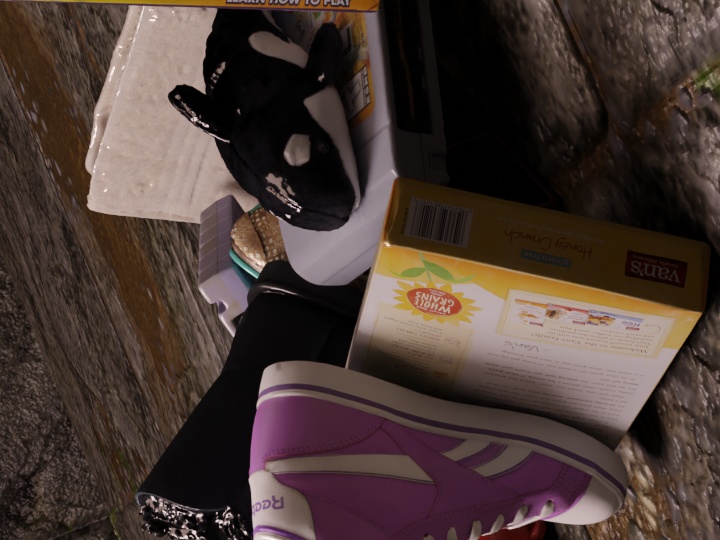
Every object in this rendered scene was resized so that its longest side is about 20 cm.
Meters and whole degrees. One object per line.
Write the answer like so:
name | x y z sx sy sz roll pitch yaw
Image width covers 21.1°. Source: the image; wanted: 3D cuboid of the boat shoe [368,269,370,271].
boat shoe | 0.000 0.000 1.214 0.075 0.062 0.200 114 133 -70

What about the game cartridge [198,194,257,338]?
game cartridge | -0.033 0.055 1.191 0.200 0.038 0.130 56 -167 -21

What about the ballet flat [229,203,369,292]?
ballet flat | 0.018 0.017 1.121 0.200 0.065 0.071 34 -170 -21

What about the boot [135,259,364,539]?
boot | -0.001 0.103 1.028 0.200 0.168 0.076 22 154 5

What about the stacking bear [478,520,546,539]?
stacking bear | 0.046 0.181 1.227 0.114 0.122 0.200 41 159 -18

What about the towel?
towel | -0.090 -0.101 1.182 0.200 0.132 0.035 117 150 -46

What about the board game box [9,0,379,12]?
board game box | -0.076 -0.205 0.877 0.057 0.199 0.166 -132 45 -53

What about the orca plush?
orca plush | -0.061 -0.099 0.985 0.105 0.071 0.201 -50 44 47

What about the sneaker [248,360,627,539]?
sneaker | 0.037 0.123 0.929 0.073 0.200 0.115 137 142 -57

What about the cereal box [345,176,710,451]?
cereal box | 0.069 0.032 0.915 0.200 0.143 0.040 106 175 -63

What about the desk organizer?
desk organizer | 0.029 -0.053 1.044 0.200 0.072 0.077 52 155 42

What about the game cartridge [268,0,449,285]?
game cartridge | -0.009 -0.101 1.000 0.133 0.041 0.201 -33 57 51
